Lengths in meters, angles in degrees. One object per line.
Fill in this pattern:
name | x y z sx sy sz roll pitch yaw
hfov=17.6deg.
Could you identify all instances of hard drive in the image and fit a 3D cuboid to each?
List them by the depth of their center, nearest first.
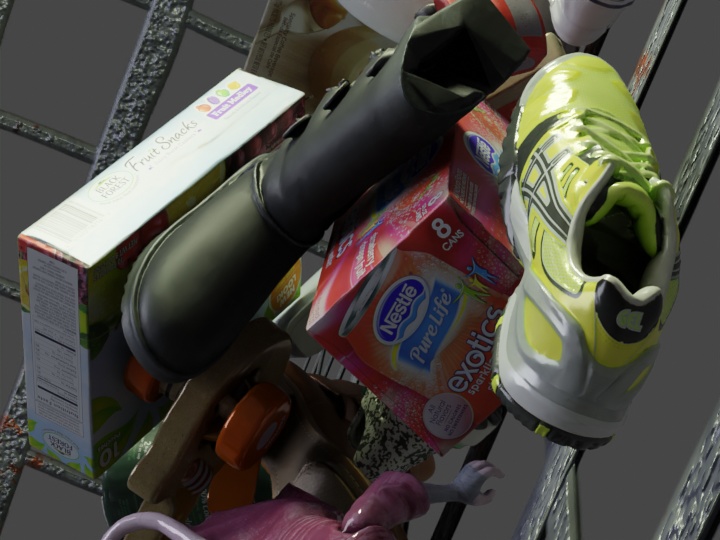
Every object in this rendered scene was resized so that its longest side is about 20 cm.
hard drive | 0.000 0.000 1.370 0.132 0.026 0.200 -44 4 -6

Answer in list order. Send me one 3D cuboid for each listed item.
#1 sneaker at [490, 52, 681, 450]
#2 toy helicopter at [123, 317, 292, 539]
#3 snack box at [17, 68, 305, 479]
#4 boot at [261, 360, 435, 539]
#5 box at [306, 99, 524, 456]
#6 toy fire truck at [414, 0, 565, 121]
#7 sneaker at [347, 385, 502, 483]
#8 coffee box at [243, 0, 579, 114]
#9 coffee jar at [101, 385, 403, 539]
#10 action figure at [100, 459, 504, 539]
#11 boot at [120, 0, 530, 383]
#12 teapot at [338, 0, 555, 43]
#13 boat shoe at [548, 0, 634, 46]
sneaker | 0.100 -0.022 0.923 0.201 0.075 0.077 -87 23 -45
toy helicopter | -0.094 0.110 1.256 0.201 0.079 0.132 -61 -13 20
snack box | -0.104 -0.001 1.261 0.200 0.053 0.143 -42 -33 -43
boot | -0.003 0.128 1.355 0.077 0.200 0.155 -56 -30 14
box | 0.046 -0.007 1.160 0.100 0.095 0.200 -43 11 18
toy fire truck | 0.071 -0.105 1.333 0.049 0.140 0.200 65 150 15
sneaker | 0.023 0.059 1.289 0.089 0.077 0.200 -41 10 13
coffee box | 0.033 -0.141 1.520 0.080 0.199 0.115 -71 3 -45
coffee jar | -0.062 0.128 1.507 0.105 0.198 0.086 -72 -24 -55
action figure | -0.023 0.140 1.125 0.200 0.148 0.135 -13 59 57
boot | -0.020 -0.040 1.128 0.200 0.066 0.165 -30 21 45
teapot | 0.070 -0.239 1.438 0.201 0.196 0.147 -79 7 -46
boat shoe | 0.138 -0.211 1.362 0.201 0.073 0.066 -71 8 -46
